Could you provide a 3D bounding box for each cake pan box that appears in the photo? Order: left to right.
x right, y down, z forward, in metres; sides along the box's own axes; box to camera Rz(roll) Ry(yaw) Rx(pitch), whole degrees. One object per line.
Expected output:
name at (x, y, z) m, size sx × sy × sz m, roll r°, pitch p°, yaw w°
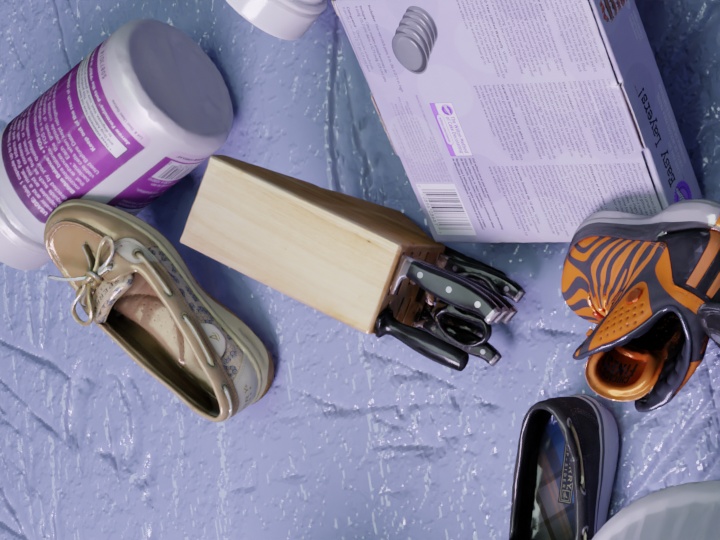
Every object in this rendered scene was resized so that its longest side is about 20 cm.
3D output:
cake pan box at (0.099, -0.101, 1.560) m, size 0.183 × 0.052 × 0.201 m, roll 1°, pitch 128°, yaw 38°

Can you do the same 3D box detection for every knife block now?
knife block at (0.000, 0.000, 1.633) m, size 0.064 × 0.199 × 0.176 m, roll -69°, pitch 21°, yaw 9°

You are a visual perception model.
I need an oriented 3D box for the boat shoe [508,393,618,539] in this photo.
boat shoe at (0.117, 0.176, 1.575) m, size 0.070 × 0.066 × 0.202 m, roll 8°, pitch 89°, yaw 40°

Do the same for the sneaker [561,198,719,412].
sneaker at (0.153, 0.026, 1.499) m, size 0.112 × 0.077 × 0.200 m, roll -57°, pitch 10°, yaw -19°

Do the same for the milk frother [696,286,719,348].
milk frother at (0.322, 0.011, 1.393) m, size 0.180 × 0.200 × 0.189 m, roll 26°, pitch 77°, yaw 48°

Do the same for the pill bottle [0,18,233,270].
pill bottle at (-0.195, -0.085, 1.844) m, size 0.200 × 0.112 × 0.113 m, roll -36°, pitch 63°, yaw 30°

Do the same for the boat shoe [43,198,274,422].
boat shoe at (-0.149, 0.026, 1.775) m, size 0.200 × 0.063 × 0.074 m, roll 38°, pitch 124°, yaw 11°

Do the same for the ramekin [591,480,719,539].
ramekin at (0.201, 0.228, 1.418) m, size 0.199 × 0.098 × 0.202 m, roll 7°, pitch 114°, yaw 17°

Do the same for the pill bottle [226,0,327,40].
pill bottle at (-0.013, -0.255, 1.713) m, size 0.200 × 0.111 × 0.112 m, roll -49°, pitch 57°, yaw 24°
